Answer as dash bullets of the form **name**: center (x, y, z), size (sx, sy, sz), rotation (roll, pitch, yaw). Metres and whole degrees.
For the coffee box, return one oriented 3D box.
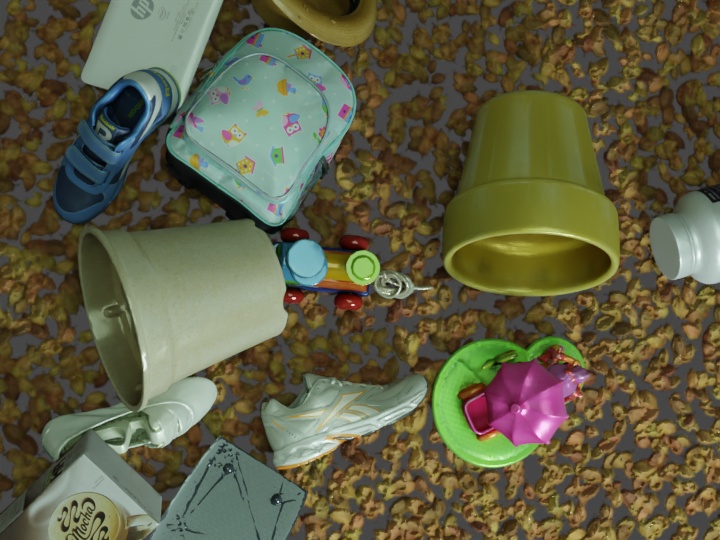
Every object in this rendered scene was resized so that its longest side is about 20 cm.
- **coffee box**: center (-0.319, 0.281, 1.511), size (0.200, 0.080, 0.113), rotation (-42, 104, 5)

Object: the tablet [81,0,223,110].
- **tablet**: center (-0.225, -0.287, 1.616), size (0.129, 0.014, 0.202), rotation (18, 81, 15)

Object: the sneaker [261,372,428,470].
- **sneaker**: center (-0.019, 0.148, 1.622), size (0.199, 0.076, 0.093), rotation (-23, 86, -14)

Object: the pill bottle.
- **pill bottle**: center (0.451, -0.051, 1.713), size (0.198, 0.112, 0.114), rotation (-15, 89, -12)

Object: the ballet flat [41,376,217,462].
- **ballet flat**: center (-0.247, 0.173, 1.570), size (0.198, 0.069, 0.070), rotation (-15, 89, -11)

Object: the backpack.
- **backpack**: center (-0.103, -0.165, 1.589), size (0.175, 0.153, 0.201), rotation (35, 73, -2)

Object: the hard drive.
- **hard drive**: center (-0.161, 0.300, 1.594), size (0.134, 0.042, 0.201), rotation (33, 80, -8)

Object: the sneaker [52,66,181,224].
- **sneaker**: center (-0.278, -0.138, 1.563), size (0.074, 0.082, 0.201), rotation (36, 101, 5)

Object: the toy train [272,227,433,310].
- **toy train**: center (0.000, 0.000, 1.613), size (0.198, 0.116, 0.086), rotation (7, 85, -11)

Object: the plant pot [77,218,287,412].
- **plant pot**: center (-0.186, 0.029, 1.549), size (0.182, 0.200, 0.202), rotation (-16, 89, -24)

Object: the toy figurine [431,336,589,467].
- **toy figurine**: center (0.195, 0.139, 1.609), size (0.199, 0.184, 0.151), rotation (-24, 91, -13)

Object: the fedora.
- **fedora**: center (-0.073, -0.326, 1.622), size (0.200, 0.082, 0.202), rotation (24, 51, -32)

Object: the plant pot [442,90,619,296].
- **plant pot**: center (0.194, -0.092, 1.631), size (0.199, 0.201, 0.191), rotation (8, 69, -11)
